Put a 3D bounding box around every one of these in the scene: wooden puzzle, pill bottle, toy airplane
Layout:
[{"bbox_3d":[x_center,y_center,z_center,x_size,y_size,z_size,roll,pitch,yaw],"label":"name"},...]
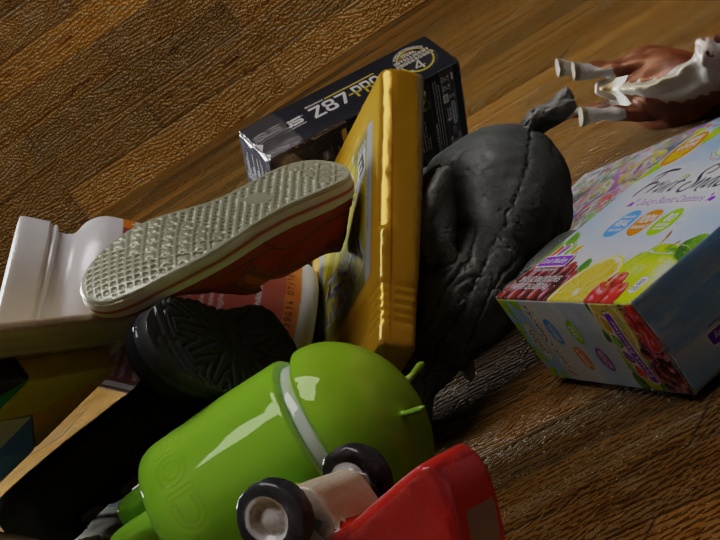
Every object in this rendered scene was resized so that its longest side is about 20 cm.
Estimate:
[{"bbox_3d":[-0.227,0.091,1.351,0.185,0.037,0.200,-44,-14,25],"label":"wooden puzzle"},{"bbox_3d":[-0.136,0.028,1.483,0.112,0.200,0.112,-166,90,-80],"label":"pill bottle"},{"bbox_3d":[-0.001,0.183,0.877,0.200,0.141,0.199,-49,-24,-20],"label":"toy airplane"}]

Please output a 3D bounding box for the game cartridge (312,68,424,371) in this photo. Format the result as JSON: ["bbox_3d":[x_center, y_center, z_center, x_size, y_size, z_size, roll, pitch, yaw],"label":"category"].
[{"bbox_3d":[0.000,0.000,1.439,0.176,0.032,0.200,120,158,-57],"label":"game cartridge"}]

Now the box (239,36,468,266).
[{"bbox_3d":[0.006,-0.048,1.617,0.161,0.200,0.049,-30,46,-20],"label":"box"}]

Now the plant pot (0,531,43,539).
[{"bbox_3d":[-0.222,0.225,1.302,0.200,0.187,0.187,-14,21,34],"label":"plant pot"}]

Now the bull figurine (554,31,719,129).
[{"bbox_3d":[0.214,-0.138,1.681,0.121,0.065,0.200,-4,0,-5],"label":"bull figurine"}]

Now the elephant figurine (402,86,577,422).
[{"bbox_3d":[0.077,-0.001,1.428,0.141,0.155,0.200,-10,22,13],"label":"elephant figurine"}]

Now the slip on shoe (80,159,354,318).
[{"bbox_3d":[-0.082,-0.008,1.380,0.200,0.061,0.074,-26,33,-37],"label":"slip on shoe"}]

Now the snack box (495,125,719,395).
[{"bbox_3d":[0.186,-0.011,1.244,0.169,0.068,0.200,-39,11,-12],"label":"snack box"}]

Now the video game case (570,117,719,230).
[{"bbox_3d":[0.185,-0.050,1.560,0.143,0.018,0.200,-43,12,-35],"label":"video game case"}]

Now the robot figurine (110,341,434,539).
[{"bbox_3d":[-0.045,0.118,1.288,0.200,0.116,0.175,-34,16,11],"label":"robot figurine"}]

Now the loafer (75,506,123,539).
[{"bbox_3d":[-0.210,0.231,1.498,0.200,0.075,0.070,-36,23,18],"label":"loafer"}]

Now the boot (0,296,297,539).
[{"bbox_3d":[-0.151,0.097,1.378,0.200,0.066,0.165,-35,-18,21],"label":"boot"}]

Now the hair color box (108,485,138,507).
[{"bbox_3d":[-0.141,0.161,1.573,0.200,0.061,0.099,-28,13,37],"label":"hair color box"}]
